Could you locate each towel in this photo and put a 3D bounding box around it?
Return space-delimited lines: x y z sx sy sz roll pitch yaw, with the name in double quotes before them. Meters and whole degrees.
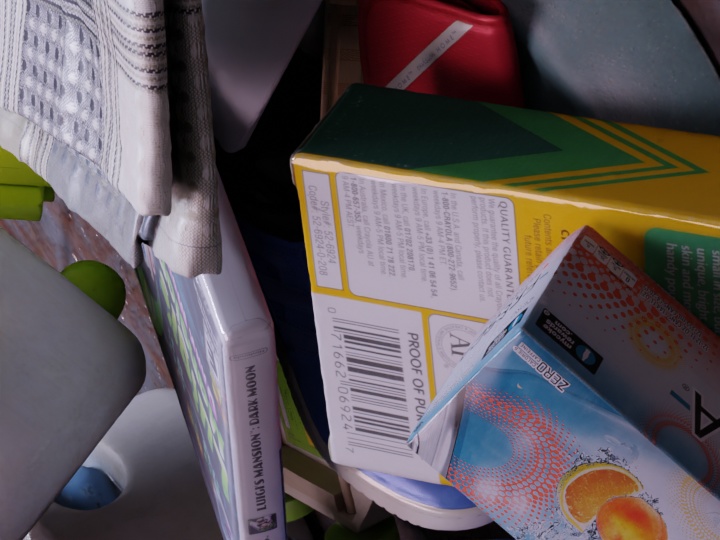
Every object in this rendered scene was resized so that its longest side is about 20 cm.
"towel" -0.103 -0.110 1.017 0.192 0.034 0.201 33 133 56

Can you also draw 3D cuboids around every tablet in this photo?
"tablet" -0.043 -0.143 1.068 0.131 0.014 0.200 68 154 20

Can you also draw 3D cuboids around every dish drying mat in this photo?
"dish drying mat" 0.033 -0.011 1.048 0.077 0.018 0.201 24 133 39

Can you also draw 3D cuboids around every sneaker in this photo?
"sneaker" -0.001 0.000 1.150 0.200 0.076 0.111 59 165 27

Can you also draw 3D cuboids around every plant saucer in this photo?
"plant saucer" 0.066 -0.033 1.039 0.200 0.036 0.201 44 148 37

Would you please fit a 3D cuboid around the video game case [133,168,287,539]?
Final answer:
"video game case" -0.068 -0.001 1.175 0.182 0.023 0.201 88 163 -54

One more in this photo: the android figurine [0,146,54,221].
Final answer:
"android figurine" -0.164 -0.078 1.269 0.182 0.199 0.041 117 153 -59

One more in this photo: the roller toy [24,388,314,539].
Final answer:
"roller toy" -0.109 0.163 1.438 0.183 0.139 0.200 57 155 18

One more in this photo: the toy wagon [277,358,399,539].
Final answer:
"toy wagon" -0.018 0.048 1.276 0.200 0.039 0.156 22 132 55

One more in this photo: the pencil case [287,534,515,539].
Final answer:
"pencil case" 0.015 0.143 1.205 0.199 0.087 0.079 -6 90 48

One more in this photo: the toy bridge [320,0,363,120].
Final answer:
"toy bridge" 0.000 -0.114 1.069 0.067 0.027 0.201 -94 7 -64

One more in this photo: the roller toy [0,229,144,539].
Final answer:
"roller toy" -0.194 0.066 1.262 0.140 0.183 0.200 38 -166 -2

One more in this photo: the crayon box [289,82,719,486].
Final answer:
"crayon box" 0.083 0.017 0.961 0.199 0.052 0.126 11 128 24

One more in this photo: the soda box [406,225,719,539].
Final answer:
"soda box" 0.115 0.083 0.906 0.200 0.068 0.064 40 127 -2
